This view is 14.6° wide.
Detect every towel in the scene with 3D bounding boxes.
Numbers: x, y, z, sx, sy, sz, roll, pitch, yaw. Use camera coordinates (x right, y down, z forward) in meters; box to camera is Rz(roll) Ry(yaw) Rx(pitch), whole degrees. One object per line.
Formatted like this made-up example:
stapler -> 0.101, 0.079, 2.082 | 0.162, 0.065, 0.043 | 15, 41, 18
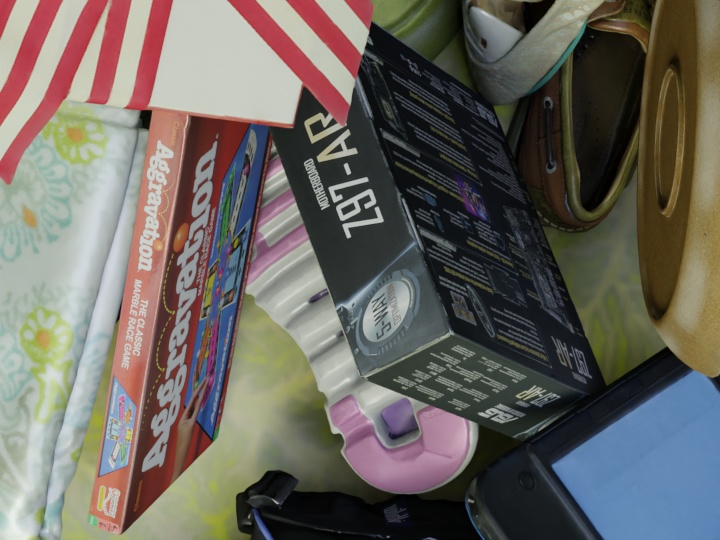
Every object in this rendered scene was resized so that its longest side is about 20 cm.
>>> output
towel -> -0.184, 0.008, 1.173 | 0.170, 0.048, 0.201 | 15, 91, 22

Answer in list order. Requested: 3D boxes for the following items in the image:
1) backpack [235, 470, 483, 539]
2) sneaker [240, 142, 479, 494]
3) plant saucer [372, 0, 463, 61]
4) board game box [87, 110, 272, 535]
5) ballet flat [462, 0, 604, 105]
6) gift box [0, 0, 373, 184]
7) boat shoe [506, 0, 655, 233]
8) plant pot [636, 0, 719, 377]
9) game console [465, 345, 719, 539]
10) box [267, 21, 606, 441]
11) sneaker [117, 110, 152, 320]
backpack -> 0.055, 0.186, 1.249 | 0.199, 0.183, 0.148 | -2, 117, -19
sneaker -> 0.000, 0.000, 1.271 | 0.080, 0.088, 0.201 | -26, 92, 27
plant saucer -> -0.024, -0.171, 1.275 | 0.199, 0.031, 0.201 | -1, 93, -18
board game box -> -0.073, 0.005, 1.196 | 0.019, 0.103, 0.201 | 20, 118, 16
ballet flat -> 0.079, -0.135, 1.235 | 0.062, 0.200, 0.068 | 8, 64, -22
gift box -> -0.101, -0.143, 1.070 | 0.184, 0.187, 0.201 | 0, 107, -28
boat shoe -> 0.121, -0.115, 1.307 | 0.072, 0.068, 0.201 | 10, 90, -19
plant pot -> 0.142, -0.055, 1.196 | 0.027, 0.200, 0.201 | 2, 93, -4
game console -> 0.175, 0.100, 1.170 | 0.200, 0.118, 0.171 | -29, 80, -43
box -> 0.031, -0.018, 1.195 | 0.043, 0.200, 0.161 | -27, 70, 17
sneaker -> -0.135, 0.007, 1.217 | 0.076, 0.091, 0.201 | 33, 84, -19
